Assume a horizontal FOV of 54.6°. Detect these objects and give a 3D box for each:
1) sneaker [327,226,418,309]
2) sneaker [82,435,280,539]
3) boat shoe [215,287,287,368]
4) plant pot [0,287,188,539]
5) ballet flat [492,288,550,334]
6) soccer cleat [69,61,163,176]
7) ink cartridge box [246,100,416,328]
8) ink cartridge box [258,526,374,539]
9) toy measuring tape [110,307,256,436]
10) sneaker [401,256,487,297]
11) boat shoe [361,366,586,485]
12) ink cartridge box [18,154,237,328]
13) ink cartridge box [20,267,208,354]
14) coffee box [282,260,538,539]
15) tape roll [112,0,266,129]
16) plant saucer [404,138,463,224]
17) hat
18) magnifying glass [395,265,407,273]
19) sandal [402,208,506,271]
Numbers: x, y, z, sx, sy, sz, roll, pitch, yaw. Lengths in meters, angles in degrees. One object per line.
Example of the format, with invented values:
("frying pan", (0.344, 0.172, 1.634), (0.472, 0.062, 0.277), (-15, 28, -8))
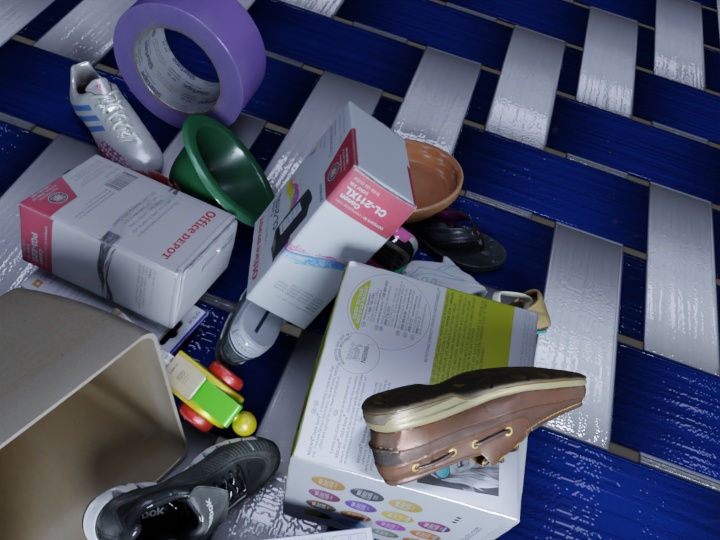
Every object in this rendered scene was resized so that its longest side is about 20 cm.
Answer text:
("sneaker", (0.000, 0.000, 0.822), (0.073, 0.200, 0.088), (36, 66, -12))
("sneaker", (-0.149, 0.216, 0.655), (0.199, 0.067, 0.090), (-14, 11, -38))
("boat shoe", (-0.117, 0.041, 0.825), (0.072, 0.071, 0.200), (54, 29, -11))
("plant pot", (-0.307, 0.137, 0.647), (0.176, 0.201, 0.200), (29, 51, 25))
("ballet flat", (0.157, 0.060, 0.852), (0.199, 0.068, 0.064), (-8, 92, -41))
("soccer cleat", (-0.346, -0.211, 0.966), (0.070, 0.087, 0.200), (-33, 65, -31))
("ink cartridge box", (-0.037, -0.058, 0.761), (0.082, 0.200, 0.146), (29, 31, -24))
("ink cartridge box", (-0.089, 0.279, 0.633), (0.198, 0.094, 0.045), (-1, 52, -14))
("toy measuring tape", (-0.188, 0.112, 0.746), (0.199, 0.074, 0.074), (35, 53, 14))
("sneaker", (0.065, 0.034, 0.844), (0.199, 0.071, 0.080), (-12, 53, -42))
("boat shoe", (0.095, 0.120, 0.559), (0.198, 0.072, 0.068), (-8, 93, -23))
("ink cartridge box", (-0.264, -0.038, 0.812), (0.198, 0.085, 0.146), (22, 36, 6))
("ink cartridge box", (-0.286, 0.041, 0.815), (0.199, 0.037, 0.095), (27, 51, 13))
("coffee box", (0.043, 0.144, 0.687), (0.196, 0.200, 0.202), (15, 58, 0))
("tape roll", (-0.240, -0.301, 0.986), (0.198, 0.201, 0.085), (20, 50, 5))
("plant saucer", (0.045, -0.125, 0.988), (0.198, 0.038, 0.201), (-1, 39, 1))
("hat", (-0.237, -0.097, 0.938), (0.201, 0.175, 0.165), (58, 20, 3))
("magnifying glass", (0.078, 0.074, 0.878), (0.079, 0.023, 0.201), (-3, 51, -15))
("sandal", (0.111, -0.060, 0.969), (0.199, 0.048, 0.076), (27, 51, 11))
